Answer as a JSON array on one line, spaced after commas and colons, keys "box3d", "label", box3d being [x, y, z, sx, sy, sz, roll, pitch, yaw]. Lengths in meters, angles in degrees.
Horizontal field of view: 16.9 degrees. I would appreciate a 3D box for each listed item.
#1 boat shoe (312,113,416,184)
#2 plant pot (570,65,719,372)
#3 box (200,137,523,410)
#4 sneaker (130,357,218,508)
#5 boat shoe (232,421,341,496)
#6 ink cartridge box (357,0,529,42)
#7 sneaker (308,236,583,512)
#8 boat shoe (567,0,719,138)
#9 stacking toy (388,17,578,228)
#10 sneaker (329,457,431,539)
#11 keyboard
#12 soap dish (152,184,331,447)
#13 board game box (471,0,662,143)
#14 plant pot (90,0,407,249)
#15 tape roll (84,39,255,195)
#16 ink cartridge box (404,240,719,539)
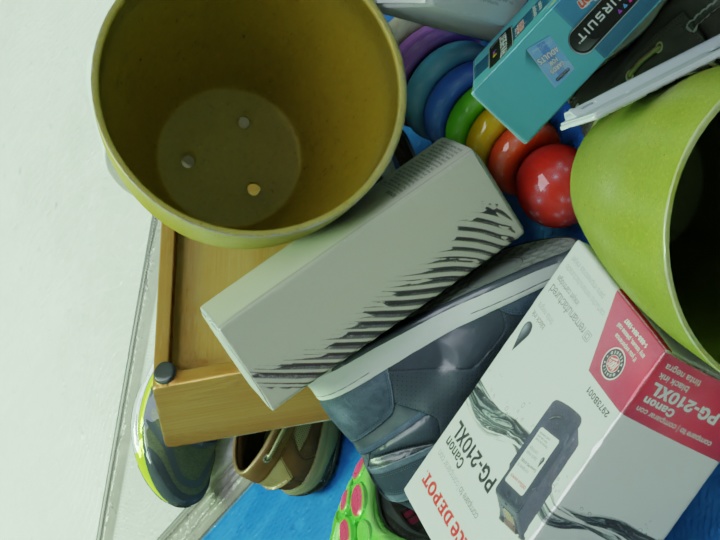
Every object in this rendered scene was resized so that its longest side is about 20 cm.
[{"box3d": [0.037, -0.018, 1.641, 0.072, 0.072, 0.201, -22, 85, 41], "label": "boat shoe"}, {"box3d": [0.207, -0.039, 1.381, 0.200, 0.186, 0.188, 24, 101, 66], "label": "plant pot"}, {"box3d": [0.000, 0.000, 1.543, 0.199, 0.069, 0.082, -35, 14, -4], "label": "box"}, {"box3d": [-0.116, 0.081, 1.818, 0.081, 0.074, 0.201, 12, 93, 48], "label": "sneaker"}, {"box3d": [-0.048, 0.060, 1.733, 0.075, 0.074, 0.201, 3, 84, 51], "label": "boat shoe"}, {"box3d": [0.091, -0.255, 1.573, 0.086, 0.146, 0.201, 5, 85, 53], "label": "ink cartridge box"}, {"box3d": [0.083, 0.076, 1.560, 0.202, 0.147, 0.077, -29, 11, 12], "label": "sneaker"}, {"box3d": [0.200, -0.133, 1.474, 0.202, 0.072, 0.061, -40, 55, 46], "label": "boat shoe"}, {"box3d": [0.085, -0.093, 1.604, 0.200, 0.085, 0.086, 48, 119, 39], "label": "stacking toy"}, {"box3d": [0.033, 0.188, 1.607, 0.077, 0.083, 0.200, -65, 23, 19], "label": "sneaker"}, {"box3d": [0.206, -0.126, 1.378, 0.011, 0.199, 0.056, 65, 164, -10], "label": "keyboard"}, {"box3d": [-0.069, 0.012, 1.675, 0.156, 0.081, 0.201, -11, 60, 20], "label": "soap dish"}, {"box3d": [0.151, -0.174, 1.452, 0.200, 0.047, 0.151, -47, 6, 11], "label": "board game box"}, {"box3d": [-0.079, -0.096, 1.572, 0.142, 0.199, 0.201, 117, 151, -71], "label": "plant pot"}, {"box3d": [-0.094, -0.127, 1.733, 0.202, 0.202, 0.071, -43, 52, 37], "label": "tape roll"}, {"box3d": [0.129, 0.108, 1.451, 0.201, 0.084, 0.145, -56, 29, 14], "label": "ink cartridge box"}]
